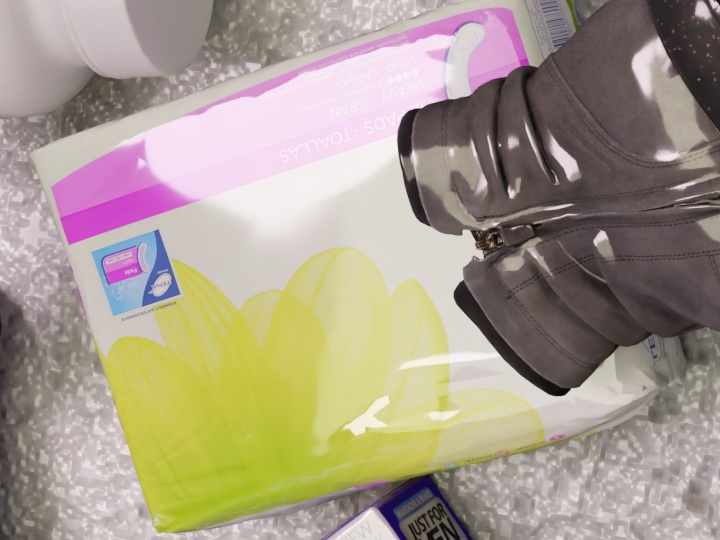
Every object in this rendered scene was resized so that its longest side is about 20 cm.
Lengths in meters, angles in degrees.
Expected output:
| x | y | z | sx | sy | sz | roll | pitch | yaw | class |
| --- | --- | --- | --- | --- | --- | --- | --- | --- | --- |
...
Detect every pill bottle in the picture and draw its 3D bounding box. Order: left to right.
| x | y | z | sx | sy | sz | roll | pitch | yaw | class |
| --- | --- | --- | --- | --- | --- | --- | --- | --- | --- |
| -0.159 | -0.110 | 0.915 | 0.200 | 0.113 | 0.113 | 0 | 98 | 20 | pill bottle |

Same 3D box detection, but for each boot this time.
| x | y | z | sx | sy | sz | roll | pitch | yaw | class |
| --- | --- | --- | --- | --- | --- | --- | --- | --- | --- |
| 0.109 | 0.008 | 0.804 | 0.132 | 0.070 | 0.200 | -33 | 86 | 28 | boot |

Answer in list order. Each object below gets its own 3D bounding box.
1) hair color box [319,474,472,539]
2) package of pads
| x | y | z | sx | sy | sz | roll | pitch | yaw | class |
| --- | --- | --- | --- | --- | --- | --- | --- | --- | --- |
| 0.031 | 0.187 | 0.919 | 0.109 | 0.065 | 0.200 | -38 | 83 | 21 | hair color box |
| 0.000 | 0.000 | 0.899 | 0.200 | 0.068 | 0.155 | -18 | 91 | 21 | package of pads |
